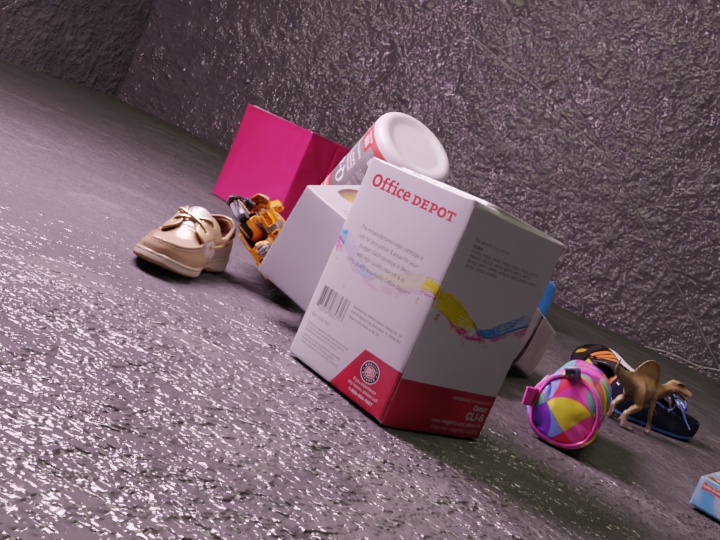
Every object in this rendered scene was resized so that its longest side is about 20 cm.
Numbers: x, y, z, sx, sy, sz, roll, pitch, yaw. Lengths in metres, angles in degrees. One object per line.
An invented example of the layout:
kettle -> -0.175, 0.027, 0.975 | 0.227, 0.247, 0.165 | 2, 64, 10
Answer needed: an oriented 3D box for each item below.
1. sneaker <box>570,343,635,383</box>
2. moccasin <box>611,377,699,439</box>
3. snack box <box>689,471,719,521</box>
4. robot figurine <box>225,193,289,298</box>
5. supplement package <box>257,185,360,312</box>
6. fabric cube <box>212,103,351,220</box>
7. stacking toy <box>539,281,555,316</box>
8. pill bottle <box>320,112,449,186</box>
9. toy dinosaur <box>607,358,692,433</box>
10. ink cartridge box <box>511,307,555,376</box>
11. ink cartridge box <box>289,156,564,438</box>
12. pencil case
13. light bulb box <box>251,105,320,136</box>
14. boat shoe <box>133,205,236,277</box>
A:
sneaker -> 0.404, 0.165, 1.502 | 0.089, 0.071, 0.200 | 25, 8, -23
moccasin -> 0.467, 0.211, 1.373 | 0.198, 0.069, 0.080 | 20, 7, -33
snack box -> 0.450, 0.270, 0.990 | 0.116, 0.037, 0.199 | 28, 8, 32
robot figurine -> -0.106, -0.038, 1.084 | 0.146, 0.058, 0.200 | 57, 1, -6
supplement package -> 0.000, -0.019, 0.973 | 0.113, 0.110, 0.200 | 40, 20, 17
fabric cube -> -0.148, -0.199, 1.828 | 0.195, 0.201, 0.199 | 27, 7, 34
stacking toy -> 0.393, 0.060, 2.247 | 0.115, 0.111, 0.200 | 23, -5, -20
pill bottle -> 0.014, -0.100, 1.144 | 0.115, 0.200, 0.117 | 25, 43, -25
toy dinosaur -> 0.395, 0.174, 1.268 | 0.199, 0.102, 0.058 | 20, 8, -37
ink cartridge box -> 0.181, 0.065, 1.258 | 0.145, 0.085, 0.200 | 28, -7, 31
ink cartridge box -> 0.060, 0.024, 0.804 | 0.144, 0.202, 0.145 | 17, 10, -43
pencil case -> 0.242, 0.149, 1.009 | 0.088, 0.089, 0.200 | 26, 5, 19
light bulb box -> -0.213, -0.271, 2.154 | 0.196, 0.202, 0.125 | 23, 8, -6
boat shoe -> -0.188, -0.038, 0.974 | 0.073, 0.070, 0.200 | 24, 6, 5
